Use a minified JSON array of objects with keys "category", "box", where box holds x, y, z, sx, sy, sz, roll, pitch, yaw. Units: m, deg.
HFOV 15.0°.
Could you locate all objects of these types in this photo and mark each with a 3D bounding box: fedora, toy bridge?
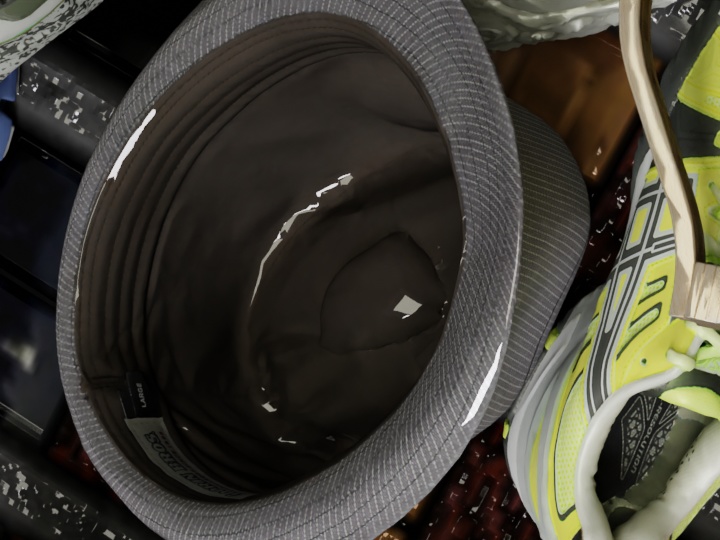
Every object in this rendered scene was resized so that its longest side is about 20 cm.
[{"category":"fedora","box":[0.000,0.000,0.811,0.200,0.090,0.177,-44,58,31]},{"category":"toy bridge","box":[0.107,-0.084,0.740,0.067,0.027,0.201,10,90,16]}]

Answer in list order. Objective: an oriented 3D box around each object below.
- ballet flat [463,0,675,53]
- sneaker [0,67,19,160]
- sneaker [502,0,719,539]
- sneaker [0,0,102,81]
[{"category":"ballet flat","box":[0.090,-0.112,0.795,0.199,0.072,0.072,-13,93,21]},{"category":"sneaker","box":[-0.142,-0.102,0.849,0.080,0.115,0.200,19,103,15]},{"category":"sneaker","box":[0.109,0.003,0.787,0.075,0.076,0.201,16,111,-15]},{"category":"sneaker","box":[-0.070,-0.126,0.826,0.200,0.089,0.077,-40,73,-19]}]
